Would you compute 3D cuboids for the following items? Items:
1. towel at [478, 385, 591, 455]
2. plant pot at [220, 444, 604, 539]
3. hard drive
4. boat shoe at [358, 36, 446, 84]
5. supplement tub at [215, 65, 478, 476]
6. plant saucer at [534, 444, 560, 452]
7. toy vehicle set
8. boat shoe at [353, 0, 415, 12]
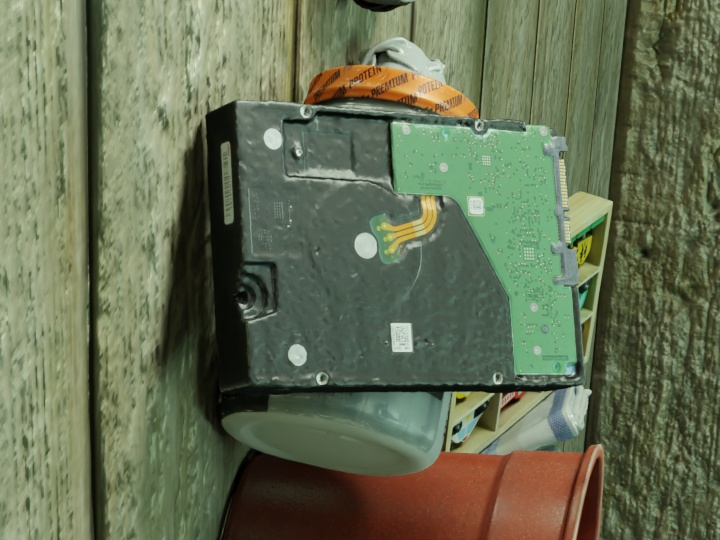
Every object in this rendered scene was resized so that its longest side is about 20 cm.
[{"bbox_3d":[0.064,0.136,1.414,0.024,0.200,0.147,59,9,-1],"label":"towel"},{"bbox_3d":[0.027,0.183,1.211,0.201,0.195,0.201,8,90,-79],"label":"plant pot"},{"bbox_3d":[0.019,-0.009,1.055,0.038,0.200,0.140,-16,-104,57],"label":"hard drive"},{"bbox_3d":[0.024,-0.112,1.342,0.200,0.072,0.069,-12,88,-71],"label":"boat shoe"},{"bbox_3d":[0.000,0.000,1.137,0.123,0.122,0.200,66,34,-69],"label":"supplement tub"},{"bbox_3d":[0.057,0.187,1.398,0.050,0.200,0.200,57,12,3],"label":"plant saucer"},{"bbox_3d":[0.099,0.039,1.374,0.200,0.026,0.124,-33,136,-49],"label":"toy vehicle set"},{"bbox_3d":[0.016,-0.191,1.282,0.068,0.072,0.200,-47,180,7],"label":"boat shoe"}]
